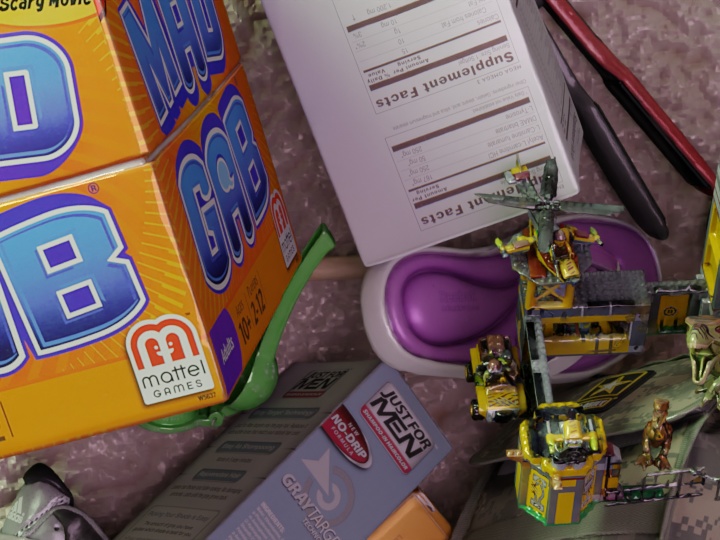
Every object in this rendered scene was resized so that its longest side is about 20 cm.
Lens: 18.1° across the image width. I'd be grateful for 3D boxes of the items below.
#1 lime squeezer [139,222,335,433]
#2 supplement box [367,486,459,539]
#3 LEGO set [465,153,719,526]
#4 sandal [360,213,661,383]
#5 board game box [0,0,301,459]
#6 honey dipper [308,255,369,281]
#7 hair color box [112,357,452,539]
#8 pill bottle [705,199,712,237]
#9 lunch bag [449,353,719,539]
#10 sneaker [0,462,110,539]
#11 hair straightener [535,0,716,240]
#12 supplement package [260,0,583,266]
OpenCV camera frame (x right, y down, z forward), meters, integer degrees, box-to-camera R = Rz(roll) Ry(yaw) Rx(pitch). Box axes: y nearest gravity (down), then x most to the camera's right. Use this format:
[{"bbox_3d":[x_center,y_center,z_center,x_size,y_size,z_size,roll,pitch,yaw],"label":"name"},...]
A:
[{"bbox_3d":[-0.086,0.051,1.096,0.199,0.038,0.071,-26,139,13],"label":"lime squeezer"},{"bbox_3d":[-0.034,0.189,1.132,0.200,0.069,0.067,-39,108,-2],"label":"supplement box"},{"bbox_3d":[0.145,0.021,0.959,0.198,0.155,0.116,3,138,2],"label":"LEGO set"},{"bbox_3d":[0.087,0.016,1.094,0.201,0.050,0.083,-11,87,-41],"label":"sandal"},{"bbox_3d":[-0.159,-0.044,0.961,0.198,0.200,0.202,-15,104,11],"label":"board game box"},{"bbox_3d":[0.000,0.000,1.124,0.198,0.038,0.038,-1,100,-17],"label":"honey dipper"},{"bbox_3d":[-0.059,0.128,1.065,0.200,0.099,0.061,-44,108,-24],"label":"hair color box"},{"bbox_3d":[0.252,-0.005,1.094,0.105,0.200,0.107,-2,100,-14],"label":"pill bottle"},{"bbox_3d":[0.129,0.124,1.073,0.117,0.163,0.201,34,58,-29],"label":"lunch bag"},{"bbox_3d":[-0.193,0.142,1.089,0.199,0.075,0.117,18,90,-26],"label":"sneaker"},{"bbox_3d":[0.095,-0.091,1.125,0.077,0.041,0.200,-41,106,-4],"label":"hair straightener"},{"bbox_3d":[0.021,-0.123,1.051,0.109,0.114,0.202,-18,104,12],"label":"supplement package"}]
